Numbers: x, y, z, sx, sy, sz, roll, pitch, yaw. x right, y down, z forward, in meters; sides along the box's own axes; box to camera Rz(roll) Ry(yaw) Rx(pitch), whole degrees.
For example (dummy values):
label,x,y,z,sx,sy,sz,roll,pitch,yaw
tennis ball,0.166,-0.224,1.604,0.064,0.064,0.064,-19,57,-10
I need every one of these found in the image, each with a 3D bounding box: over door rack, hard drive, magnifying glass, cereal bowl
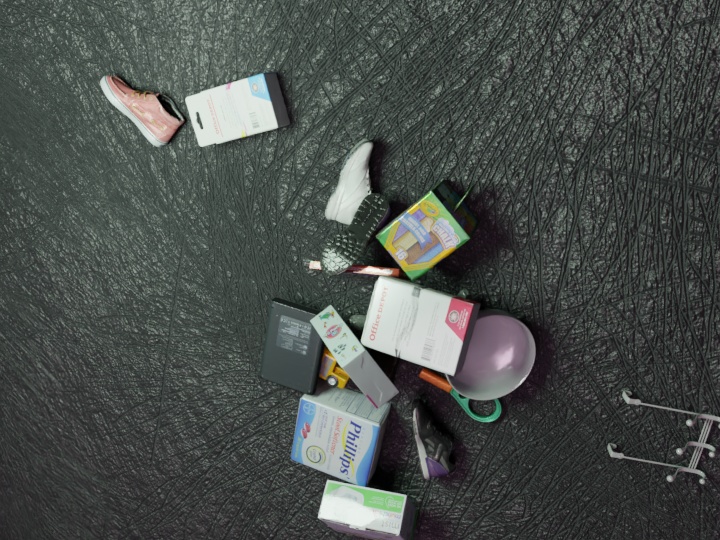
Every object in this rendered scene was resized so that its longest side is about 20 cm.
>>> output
label,x,y,z,sx,sy,sz,roll,pitch,yaw
over door rack,0.624,0.349,1.424,0.199,0.067,0.148,14,111,15
hard drive,-0.153,0.175,1.588,0.139,0.033,0.201,16,109,13
magnifying glass,0.225,0.276,1.567,0.199,0.022,0.080,28,115,10
cereal bowl,0.263,0.167,1.463,0.199,0.083,0.201,-3,113,-7

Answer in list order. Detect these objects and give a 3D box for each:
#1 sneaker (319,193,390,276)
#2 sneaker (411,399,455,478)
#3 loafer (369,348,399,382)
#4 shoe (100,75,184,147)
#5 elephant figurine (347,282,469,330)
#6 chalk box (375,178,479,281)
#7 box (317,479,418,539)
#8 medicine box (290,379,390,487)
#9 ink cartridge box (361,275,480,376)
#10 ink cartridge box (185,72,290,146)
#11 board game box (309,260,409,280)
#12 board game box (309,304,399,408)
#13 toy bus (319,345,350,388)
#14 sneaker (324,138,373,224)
label,x,y,z,sx,sy,sz,roll,pitch,yaw
sneaker,-0.001,-0.063,1.463,0.076,0.088,0.200,40,90,19
sneaker,0.171,0.380,1.596,0.087,0.076,0.201,-10,110,9
loafer,0.054,0.204,1.574,0.073,0.071,0.201,11,112,16
shoe,-0.490,-0.383,1.570,0.091,0.072,0.200,-39,98,25
elephant figurine,0.098,0.084,1.482,0.199,0.155,0.142,31,150,8
chalk box,0.155,-0.095,1.406,0.200,0.124,0.124,-37,93,27
box,0.021,0.583,1.653,0.199,0.097,0.177,5,152,18
medicine box,-0.047,0.386,1.656,0.199,0.103,0.183,17,113,14
ink cartridge box,0.119,0.105,1.376,0.199,0.083,0.146,17,97,19
ink cartridge box,-0.266,-0.346,1.500,0.199,0.068,0.116,-9,105,22
board game box,0.000,0.000,1.507,0.199,0.103,0.020,6,88,18
board game box,-0.016,0.181,1.472,0.064,0.200,0.148,-37,123,-3
toy bus,-0.106,0.195,1.633,0.199,0.065,0.079,28,113,9
sneaker,-0.008,-0.186,1.473,0.087,0.075,0.201,22,121,-2
